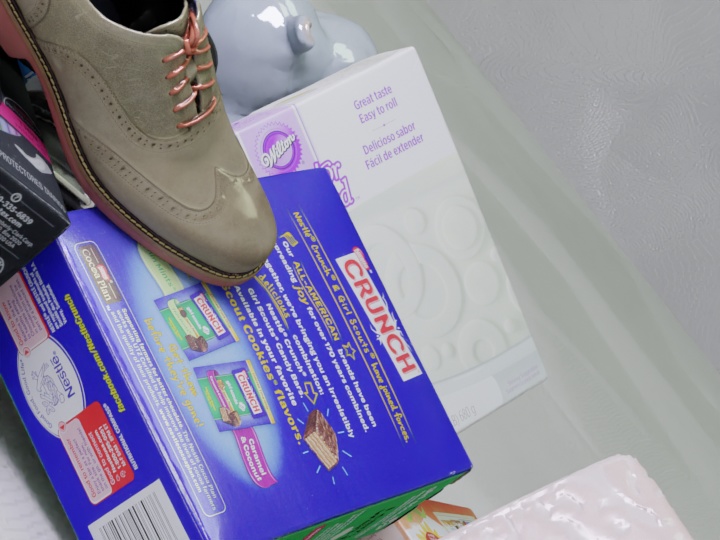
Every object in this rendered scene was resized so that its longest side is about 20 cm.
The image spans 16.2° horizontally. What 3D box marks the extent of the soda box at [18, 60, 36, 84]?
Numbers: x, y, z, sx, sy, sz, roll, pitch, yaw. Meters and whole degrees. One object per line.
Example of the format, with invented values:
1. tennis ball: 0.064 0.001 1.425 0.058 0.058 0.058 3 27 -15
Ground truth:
1. soda box: -0.171 -0.158 1.335 0.068 0.064 0.200 52 3 -22

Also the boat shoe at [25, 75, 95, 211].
1. boat shoe: -0.113 -0.008 1.260 0.074 0.060 0.200 -1 -44 43

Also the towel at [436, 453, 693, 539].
1. towel: 0.109 0.207 1.277 0.200 0.191 0.032 57 -18 30

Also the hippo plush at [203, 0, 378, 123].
1. hippo plush: -0.080 -0.096 1.462 0.200 0.161 0.159 17 10 -40

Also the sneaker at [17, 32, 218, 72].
1. sneaker: -0.131 -0.115 1.174 0.200 0.060 0.104 36 16 -39

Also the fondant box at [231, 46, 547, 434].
1. fondant box: 0.000 0.000 1.352 0.144 0.058 0.200 -29 99 -36

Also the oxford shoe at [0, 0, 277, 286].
1. oxford shoe: -0.090 -0.078 1.081 0.200 0.075 0.070 53 47 -20

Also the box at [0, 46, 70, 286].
1. box: -0.218 -0.072 1.103 0.122 0.106 0.200 41 14 -37

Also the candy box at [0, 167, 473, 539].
1. candy box: -0.060 0.051 1.156 0.200 0.077 0.169 -13 72 -52

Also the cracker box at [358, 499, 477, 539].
1. cracker box: 0.070 0.218 1.376 0.200 0.058 0.134 54 13 23
